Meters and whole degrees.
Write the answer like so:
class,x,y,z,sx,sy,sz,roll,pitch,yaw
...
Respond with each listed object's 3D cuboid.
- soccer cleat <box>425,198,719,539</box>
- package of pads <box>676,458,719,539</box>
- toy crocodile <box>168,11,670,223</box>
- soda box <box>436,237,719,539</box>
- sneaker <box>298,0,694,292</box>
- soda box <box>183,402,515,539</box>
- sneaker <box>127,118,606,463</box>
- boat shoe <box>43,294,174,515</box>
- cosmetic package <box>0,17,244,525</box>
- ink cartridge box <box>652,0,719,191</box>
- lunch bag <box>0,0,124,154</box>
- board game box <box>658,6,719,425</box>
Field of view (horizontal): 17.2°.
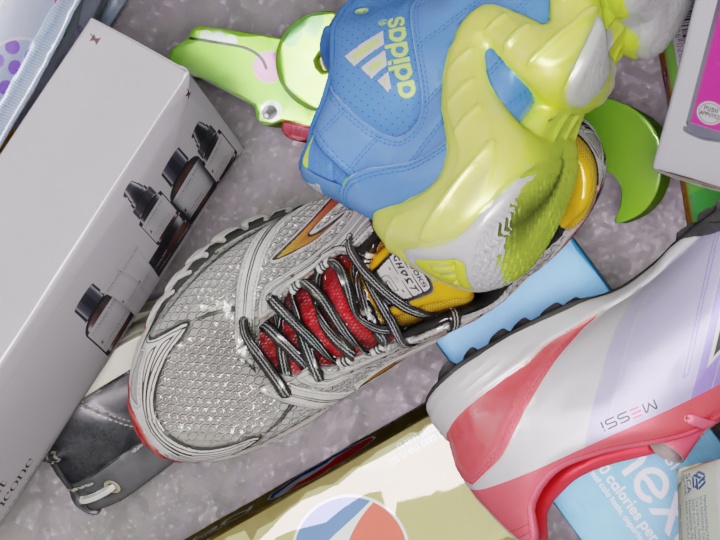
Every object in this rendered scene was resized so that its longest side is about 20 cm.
class,x,y,z,sx,sy,sz,roll,pitch,yaw
soccer cleat,0.123,0.026,0.859,0.200,0.068,0.073,-30,71,6
package of pads,0.201,0.157,0.857,0.200,0.068,0.155,16,65,-38
toy crocodile,0.024,-0.063,0.928,0.200,0.068,0.062,10,93,1
soda box,0.108,0.078,0.933,0.068,0.064,0.200,-36,91,2
sneaker,0.047,-0.091,0.808,0.105,0.076,0.200,23,63,20
soda box,-0.029,0.121,0.937,0.200,0.068,0.064,-30,91,3
sneaker,0.000,0.000,0.855,0.200,0.082,0.078,-36,96,0
boat shoe,-0.038,0.029,0.938,0.200,0.072,0.068,-27,104,4
cosmetic package,-0.122,0.014,0.872,0.051,0.083,0.200,29,81,21
ink cartridge box,0.147,-0.134,0.829,0.037,0.095,0.200,17,126,14
lunch bag,-0.209,-0.074,0.903,0.170,0.127,0.200,30,85,-1
board game box,0.174,-0.019,0.914,0.095,0.030,0.200,-7,69,2
